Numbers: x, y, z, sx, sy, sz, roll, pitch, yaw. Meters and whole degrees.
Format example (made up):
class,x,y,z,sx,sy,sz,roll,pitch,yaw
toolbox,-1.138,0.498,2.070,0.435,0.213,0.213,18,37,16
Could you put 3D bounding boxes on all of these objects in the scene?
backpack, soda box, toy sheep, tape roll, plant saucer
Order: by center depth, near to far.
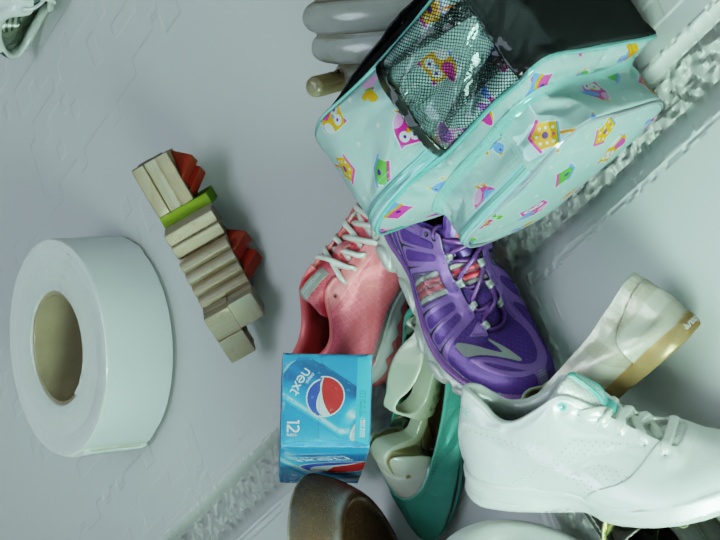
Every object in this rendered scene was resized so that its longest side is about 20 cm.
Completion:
class,x,y,z,sx,sy,sz,roll,pitch,yaw
backpack,0.077,-0.101,1.287,0.200,0.176,0.154,-33,84,36
toy sheep,0.020,-0.175,1.416,0.138,0.138,0.201,14,112,54
plant saucer,0.004,0.238,1.467,0.034,0.200,0.201,-19,75,17
soda box,-0.027,0.110,1.485,0.200,0.064,0.068,98,173,-77
tape roll,-0.249,0.069,1.880,0.202,0.071,0.203,8,99,54

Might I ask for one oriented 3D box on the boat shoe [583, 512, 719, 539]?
class,x,y,z,sx,sy,sz,roll,pitch,yaw
boat shoe,0.187,0.167,1.272,0.201,0.060,0.072,42,126,45

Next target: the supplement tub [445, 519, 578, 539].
class,x,y,z,sx,sy,sz,roll,pitch,yaw
supplement tub,0.089,0.282,1.352,0.145,0.144,0.200,48,130,41

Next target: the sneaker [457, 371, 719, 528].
class,x,y,z,sx,sy,sz,roll,pitch,yaw
sneaker,0.149,0.101,1.243,0.199,0.075,0.089,-2,112,25

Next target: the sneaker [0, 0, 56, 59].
class,x,y,z,sx,sy,sz,roll,pitch,yaw
sneaker,-0.312,-0.281,1.946,0.071,0.073,0.200,59,147,20

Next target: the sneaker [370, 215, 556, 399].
class,x,y,z,sx,sy,sz,roll,pitch,yaw
sneaker,0.067,0.005,1.387,0.200,0.080,0.084,57,154,25

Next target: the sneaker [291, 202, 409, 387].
class,x,y,z,sx,sy,sz,roll,pitch,yaw
sneaker,0.000,0.000,1.501,0.074,0.087,0.201,38,123,46

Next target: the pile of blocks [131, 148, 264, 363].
class,x,y,z,sx,sy,sz,roll,pitch,yaw
pile of blocks,-0.120,-0.022,1.710,0.062,0.082,0.200,-29,75,7

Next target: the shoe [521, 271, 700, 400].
class,x,y,z,sx,sy,sz,roll,pitch,yaw
shoe,0.139,0.075,1.317,0.053,0.070,0.200,42,126,2

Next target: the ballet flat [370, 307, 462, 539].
class,x,y,z,sx,sy,sz,roll,pitch,yaw
ballet flat,0.040,0.105,1.469,0.067,0.070,0.201,34,121,47
